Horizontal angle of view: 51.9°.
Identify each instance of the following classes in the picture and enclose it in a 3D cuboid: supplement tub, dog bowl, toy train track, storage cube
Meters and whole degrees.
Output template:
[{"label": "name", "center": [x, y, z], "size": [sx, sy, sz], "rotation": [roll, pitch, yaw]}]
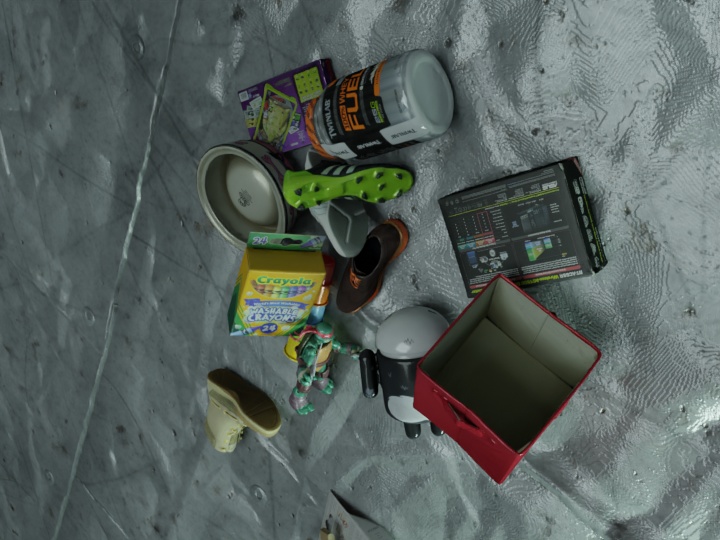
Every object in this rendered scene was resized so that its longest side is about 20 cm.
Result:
[{"label": "supplement tub", "center": [0.023, -0.228, 1.058], "size": [0.198, 0.122, 0.124], "rotation": [-11, 100, 40]}, {"label": "dog bowl", "center": [-0.184, -0.133, 1.269], "size": [0.198, 0.074, 0.202], "rotation": [20, 129, 26]}, {"label": "toy train track", "center": [-0.053, 0.588, 1.451], "size": [0.114, 0.032, 0.203], "rotation": [17, 119, 42]}, {"label": "storage cube", "center": [0.189, 0.150, 0.996], "size": [0.170, 0.200, 0.180], "rotation": [39, 160, 19]}]

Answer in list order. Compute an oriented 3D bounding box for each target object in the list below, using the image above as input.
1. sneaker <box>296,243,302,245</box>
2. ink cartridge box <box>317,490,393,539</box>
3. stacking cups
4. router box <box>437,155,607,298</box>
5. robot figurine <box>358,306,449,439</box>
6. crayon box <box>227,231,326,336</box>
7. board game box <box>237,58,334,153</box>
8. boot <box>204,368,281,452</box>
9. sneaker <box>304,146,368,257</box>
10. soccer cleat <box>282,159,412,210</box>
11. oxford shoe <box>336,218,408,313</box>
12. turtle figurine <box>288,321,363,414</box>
[{"label": "sneaker", "center": [-0.139, -0.003, 1.279], "size": [0.201, 0.074, 0.117], "rotation": [120, 146, -41]}, {"label": "ink cartridge box", "center": [-0.002, 0.543, 1.430], "size": [0.200, 0.050, 0.163], "rotation": [42, 130, 41]}, {"label": "stacking cups", "center": [-0.084, 0.064, 1.302], "size": [0.060, 0.060, 0.202], "rotation": [31, 118, 25]}, {"label": "router box", "center": [0.218, -0.055, 1.010], "size": [0.198, 0.062, 0.152], "rotation": [-12, 98, 40]}, {"label": "robot figurine", "center": [0.090, 0.156, 1.152], "size": [0.124, 0.149, 0.203], "rotation": [11, 115, 52]}, {"label": "crayon box", "center": [-0.134, 0.028, 1.182], "size": [0.201, 0.124, 0.052], "rotation": [114, 150, -44]}, {"label": "board game box", "center": [-0.114, -0.261, 1.215], "size": [0.198, 0.032, 0.122], "rotation": [-7, 98, 40]}, {"label": "boot", "center": [-0.244, 0.312, 1.501], "size": [0.199, 0.072, 0.157], "rotation": [30, 122, 28]}, {"label": "sneaker", "center": [-0.043, -0.099, 1.179], "size": [0.081, 0.070, 0.202], "rotation": [-59, 43, 50]}, {"label": "soccer cleat", "center": [-0.020, -0.139, 1.117], "size": [0.082, 0.197, 0.068], "rotation": [-107, 13, -48]}, {"label": "oxford shoe", "center": [0.000, 0.000, 1.194], "size": [0.071, 0.072, 0.201], "rotation": [42, 127, 17]}, {"label": "turtle figurine", "center": [-0.065, 0.152, 1.261], "size": [0.101, 0.148, 0.201], "rotation": [50, 141, 28]}]
